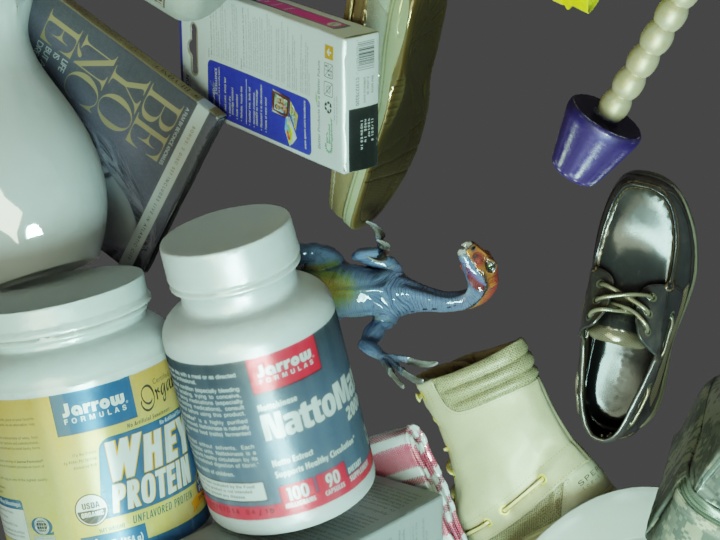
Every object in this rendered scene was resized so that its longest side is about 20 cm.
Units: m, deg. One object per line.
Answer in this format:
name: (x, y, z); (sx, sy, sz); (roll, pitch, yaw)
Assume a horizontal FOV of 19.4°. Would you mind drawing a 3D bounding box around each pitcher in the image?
pitcher: (-0.267, -0.087, 1.519); (0.172, 0.121, 0.200); (-21, 85, 53)

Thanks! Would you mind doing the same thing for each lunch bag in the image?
lunch bag: (0.289, 0.122, 1.395); (0.139, 0.200, 0.168); (28, 118, 5)

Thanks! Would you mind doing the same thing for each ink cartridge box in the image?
ink cartridge box: (-0.059, -0.139, 1.460); (0.200, 0.037, 0.095); (24, 122, 46)

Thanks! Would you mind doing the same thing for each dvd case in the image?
dvd case: (-0.206, -0.110, 1.544); (0.200, 0.016, 0.149); (37, 119, 12)

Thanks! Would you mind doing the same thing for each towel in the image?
towel: (0.029, 0.220, 1.551); (0.146, 0.030, 0.200); (-24, 88, 41)

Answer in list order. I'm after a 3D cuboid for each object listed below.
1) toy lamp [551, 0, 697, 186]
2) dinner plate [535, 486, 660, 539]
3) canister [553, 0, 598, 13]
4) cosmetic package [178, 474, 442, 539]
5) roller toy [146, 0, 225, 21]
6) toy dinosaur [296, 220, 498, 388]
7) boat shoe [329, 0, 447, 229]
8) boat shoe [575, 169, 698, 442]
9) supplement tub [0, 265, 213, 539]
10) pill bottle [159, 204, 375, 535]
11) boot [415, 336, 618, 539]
toy lamp: (0.191, -0.144, 1.402); (0.058, 0.058, 0.200); (33, 115, 3)
dinner plate: (0.182, 0.248, 1.505); (0.200, 0.024, 0.200); (-13, 118, -25)
canister: (0.075, -0.255, 1.347); (0.200, 0.149, 0.087); (26, 82, 9)
cosmetic package: (-0.040, 0.205, 1.450); (0.101, 0.200, 0.071); (13, 112, 37)
roller toy: (-0.108, -0.261, 1.380); (0.140, 0.182, 0.200); (34, 117, 2)
toy dinosaur: (0.000, 0.000, 1.520); (0.181, 0.200, 0.105); (0, 110, -21)
boat shoe: (0.007, -0.127, 1.465); (0.066, 0.074, 0.200); (26, 117, 23)
boat shoe: (0.190, 0.031, 1.460); (0.074, 0.073, 0.200); (8, 113, 15)
supplement tub: (-0.189, 0.108, 1.458); (0.144, 0.145, 0.200); (-7, 103, 20)
pill bottle: (-0.068, 0.065, 1.418); (0.119, 0.120, 0.200); (-7, 111, 20)
boot: (0.077, 0.145, 1.545); (0.200, 0.073, 0.156); (-29, 93, 37)
